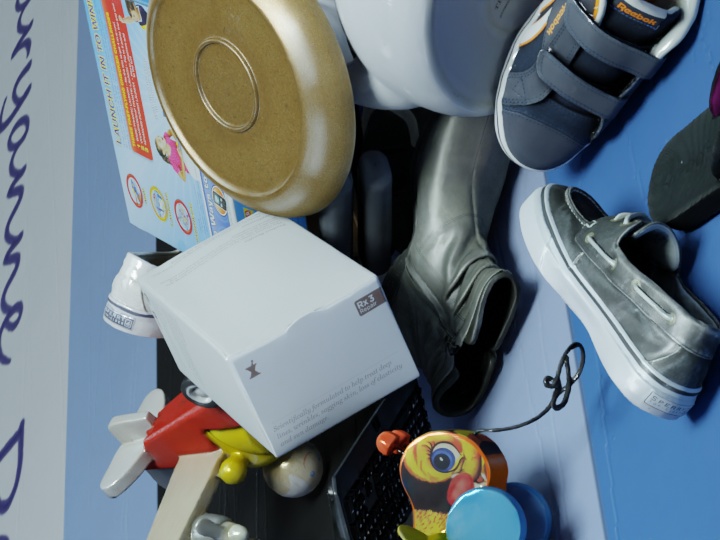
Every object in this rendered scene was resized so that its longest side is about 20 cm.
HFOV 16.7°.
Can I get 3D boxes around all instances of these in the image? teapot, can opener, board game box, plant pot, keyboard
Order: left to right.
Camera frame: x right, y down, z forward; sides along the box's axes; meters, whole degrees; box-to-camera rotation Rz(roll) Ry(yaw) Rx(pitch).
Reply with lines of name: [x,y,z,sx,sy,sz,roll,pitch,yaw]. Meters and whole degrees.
board game box: [-0.119,-0.108,1.768,0.196,0.056,0.200,28,133,55]
plant pot: [-0.080,-0.125,1.606,0.200,0.027,0.200,29,131,39]
can opener: [0.000,0.000,1.679,0.200,0.053,0.067,90,169,-58]
keyboard: [0.028,0.138,1.510,0.200,0.040,0.104,-51,-46,-66]
teapot: [0.051,-0.205,1.571,0.146,0.200,0.198,30,141,39]

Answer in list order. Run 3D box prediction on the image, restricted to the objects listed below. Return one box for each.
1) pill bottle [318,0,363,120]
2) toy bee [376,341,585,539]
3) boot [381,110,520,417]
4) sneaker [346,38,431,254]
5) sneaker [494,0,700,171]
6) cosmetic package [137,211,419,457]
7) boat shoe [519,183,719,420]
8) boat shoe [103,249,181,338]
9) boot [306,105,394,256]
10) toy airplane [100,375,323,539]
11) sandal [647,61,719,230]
pill bottle: [-0.055,-0.105,1.849,0.200,0.112,0.112,95,174,-49]
toy bee: [0.060,0.137,1.454,0.200,0.109,0.131,-69,-23,-16]
boot: [0.076,-0.013,1.609,0.131,0.068,0.200,44,121,61]
sneaker: [0.046,-0.105,1.751,0.115,0.076,0.201,11,-111,-72]
sneaker: [0.147,-0.143,1.507,0.200,0.078,0.079,-63,18,16]
cosmetic package: [-0.057,0.036,1.596,0.113,0.081,0.200,-28,24,-11]
boat shoe: [0.157,0.002,1.403,0.071,0.072,0.200,-54,38,20]
boat shoe: [-0.115,0.006,1.874,0.071,0.200,0.070,26,108,35]
boot: [-0.034,-0.086,1.736,0.074,0.075,0.200,-75,-25,-47]
toy airplane: [-0.095,0.123,1.783,0.200,0.141,0.199,-54,14,5]
sandal: [0.209,-0.084,1.355,0.200,0.048,0.075,-46,33,49]
